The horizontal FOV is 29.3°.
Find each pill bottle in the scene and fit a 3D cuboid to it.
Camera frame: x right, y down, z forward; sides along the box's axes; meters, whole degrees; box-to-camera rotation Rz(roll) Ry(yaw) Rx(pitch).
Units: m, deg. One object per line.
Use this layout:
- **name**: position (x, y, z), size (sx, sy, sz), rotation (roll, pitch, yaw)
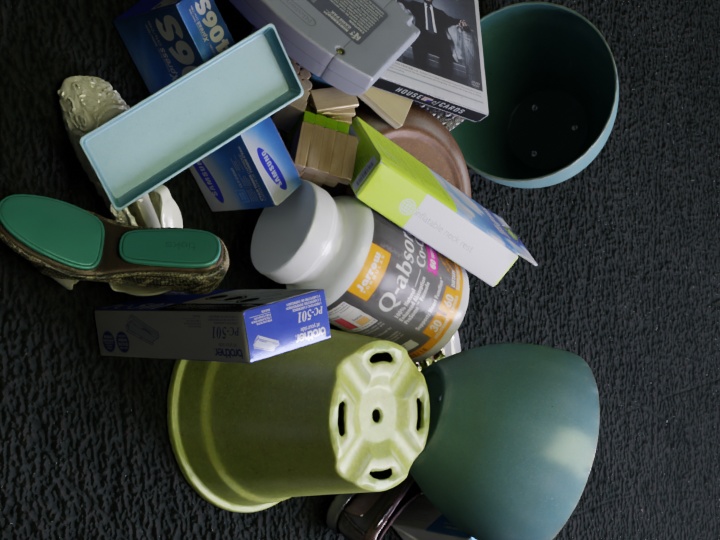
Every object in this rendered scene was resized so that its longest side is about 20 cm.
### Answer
- **pill bottle**: position (0.000, 0.000, 1.303), size (0.199, 0.116, 0.118), rotation (29, 68, -35)

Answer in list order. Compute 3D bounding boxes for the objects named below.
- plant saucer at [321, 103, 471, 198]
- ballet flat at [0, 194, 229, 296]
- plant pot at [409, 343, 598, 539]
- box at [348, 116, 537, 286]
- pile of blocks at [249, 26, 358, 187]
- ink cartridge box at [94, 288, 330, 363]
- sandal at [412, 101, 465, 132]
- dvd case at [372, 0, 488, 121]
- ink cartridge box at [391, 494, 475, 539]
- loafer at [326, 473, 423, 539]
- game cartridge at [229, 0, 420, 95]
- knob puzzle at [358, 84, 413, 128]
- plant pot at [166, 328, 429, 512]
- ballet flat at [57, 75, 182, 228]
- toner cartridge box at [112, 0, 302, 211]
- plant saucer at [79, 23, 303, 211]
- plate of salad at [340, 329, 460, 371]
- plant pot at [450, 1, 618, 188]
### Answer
- **plant saucer**: position (0.038, -0.074, 1.407), size (0.198, 0.037, 0.204), rotation (-2, 93, -29)
- **ballet flat**: position (-0.210, -0.009, 1.149), size (0.197, 0.076, 0.069), rotation (10, 53, -10)
- **plant pot**: position (0.115, 0.154, 1.306), size (0.133, 0.200, 0.203), rotation (21, 73, -19)
- **box**: position (0.070, -0.062, 1.335), size (0.199, 0.122, 0.048), rotation (33, 105, -25)
- **pile of blocks**: position (-0.055, -0.165, 1.308), size (0.081, 0.062, 0.203), rotation (-8, 74, -25)
- **ink cartridge box**: position (-0.127, 0.045, 1.157), size (0.093, 0.198, 0.045), rotation (-14, 99, -45)
- **sandal**: position (0.054, -0.154, 1.459), size (0.075, 0.045, 0.201), rotation (43, 77, -17)
- **dvd case**: position (0.065, -0.265, 1.425), size (0.149, 0.025, 0.203), rotation (13, 64, -35)
- **ink cartridge box**: position (0.130, 0.215, 1.479), size (0.067, 0.115, 0.201), rotation (53, 55, -33)
- **loafer**: position (0.054, 0.217, 1.415), size (0.199, 0.063, 0.072), rotation (-35, 142, -30)
- **game cartridge**: position (-0.048, -0.256, 1.291), size (0.200, 0.042, 0.133), rotation (41, 50, 0)
- **knob puzzle**: position (-0.011, -0.263, 1.397), size (0.218, 0.030, 0.223), rotation (19, 60, -36)
- **plant pot**: position (-0.043, 0.127, 1.254), size (0.199, 0.183, 0.204), rotation (3, 86, -45)
- **ballet flat**: position (-0.193, -0.080, 1.190), size (0.072, 0.071, 0.202), rotation (-37, 114, -40)
- **toner cartridge box**: position (-0.136, -0.150, 1.230), size (0.043, 0.094, 0.202), rotation (-44, 118, -36)
- **plant saucer**: position (-0.142, -0.131, 1.162), size (0.199, 0.019, 0.071), rotation (-35, 115, -21)
- **plate of salad**: position (0.050, 0.101, 1.449), size (0.199, 0.048, 0.203), rotation (2, 87, -45)
- **plant pot**: position (0.196, -0.178, 1.527), size (0.135, 0.197, 0.203), rotation (33, 63, -67)
